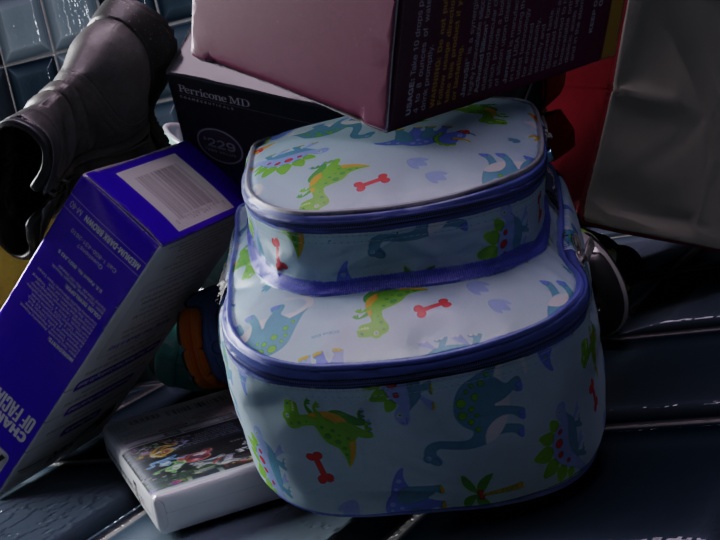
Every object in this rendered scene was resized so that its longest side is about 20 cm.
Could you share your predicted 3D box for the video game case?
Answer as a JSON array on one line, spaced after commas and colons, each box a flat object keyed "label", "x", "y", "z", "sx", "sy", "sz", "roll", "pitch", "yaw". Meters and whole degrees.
[{"label": "video game case", "x": -0.031, "y": 0.083, "z": 0.773, "sx": 0.198, "sy": 0.024, "sz": 0.182, "roll": -15, "pitch": 9, "yaw": -16}]

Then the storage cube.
[{"label": "storage cube", "x": 0.196, "y": -0.108, "z": 0.969, "sx": 0.198, "sy": 0.173, "sz": 0.180, "roll": 10, "pitch": 5, "yaw": -20}]

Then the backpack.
[{"label": "backpack", "x": 0.020, "y": 0.011, "z": 0.655, "sx": 0.181, "sy": 0.148, "sz": 0.200, "roll": -8, "pitch": 28, "yaw": 2}]

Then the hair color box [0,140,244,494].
[{"label": "hair color box", "x": -0.154, "y": 0.026, "z": 0.813, "sx": 0.201, "sy": 0.065, "sz": 0.109, "roll": -55, "pitch": -11, "yaw": 25}]

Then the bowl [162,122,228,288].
[{"label": "bowl", "x": -0.085, "y": -0.036, "z": 1.166, "sx": 0.199, "sy": 0.106, "sz": 0.201, "roll": 22, "pitch": 11, "yaw": -5}]

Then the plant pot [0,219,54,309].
[{"label": "plant pot", "x": -0.252, "y": 0.007, "z": 1.049, "sx": 0.199, "sy": 0.196, "sz": 0.195, "roll": -8, "pitch": 5, "yaw": -31}]

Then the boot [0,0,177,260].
[{"label": "boot", "x": -0.166, "y": -0.053, "z": 0.817, "sx": 0.069, "sy": 0.201, "sz": 0.132, "roll": 24, "pitch": 55, "yaw": 13}]

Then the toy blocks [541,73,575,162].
[{"label": "toy blocks", "x": 0.076, "y": -0.136, "z": 0.867, "sx": 0.136, "sy": 0.201, "sz": 0.100, "roll": -14, "pitch": 15, "yaw": 44}]

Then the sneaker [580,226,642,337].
[{"label": "sneaker", "x": 0.145, "y": -0.005, "z": 0.910, "sx": 0.082, "sy": 0.072, "sz": 0.200, "roll": -11, "pitch": 9, "yaw": -9}]

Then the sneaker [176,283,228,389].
[{"label": "sneaker", "x": -0.024, "y": 0.026, "z": 0.872, "sx": 0.078, "sy": 0.076, "sz": 0.200, "roll": -2, "pitch": 17, "yaw": 32}]

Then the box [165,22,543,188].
[{"label": "box", "x": 0.001, "y": -0.074, "z": 0.829, "sx": 0.198, "sy": 0.142, "sz": 0.079, "roll": 14, "pitch": 54, "yaw": 15}]

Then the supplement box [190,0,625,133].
[{"label": "supplement box", "x": 0.031, "y": -0.153, "z": 0.702, "sx": 0.130, "sy": 0.104, "sz": 0.199, "roll": 25, "pitch": 32, "yaw": 33}]

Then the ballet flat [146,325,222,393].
[{"label": "ballet flat", "x": -0.081, "y": 0.043, "z": 1.000, "sx": 0.070, "sy": 0.068, "sz": 0.200, "roll": 15, "pitch": 16, "yaw": 13}]
